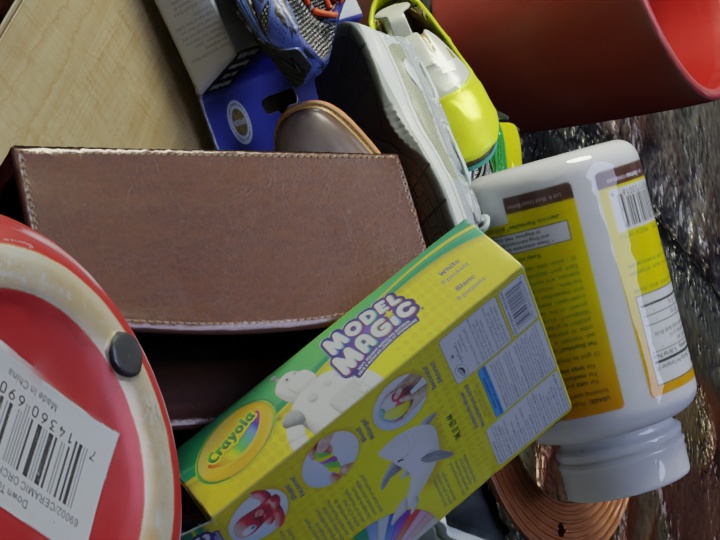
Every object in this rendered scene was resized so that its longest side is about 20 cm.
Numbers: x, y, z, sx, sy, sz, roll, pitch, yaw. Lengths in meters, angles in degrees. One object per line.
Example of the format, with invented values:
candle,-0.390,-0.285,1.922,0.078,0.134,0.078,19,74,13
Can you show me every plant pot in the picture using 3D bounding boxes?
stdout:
plant pot,0.163,-0.198,1.240,0.200,0.176,0.203,32,48,-46
plant pot,-0.175,0.085,0.551,0.200,0.181,0.203,29,53,-47

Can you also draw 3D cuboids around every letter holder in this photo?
letter holder,-0.068,0.031,0.738,0.198,0.101,0.144,-2,64,-34

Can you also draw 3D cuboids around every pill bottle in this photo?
pill bottle,0.136,0.031,0.979,0.109,0.108,0.203,-18,94,-59

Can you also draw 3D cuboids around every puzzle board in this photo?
puzzle board,-0.134,-0.087,0.864,0.151,0.017,0.201,52,36,-31

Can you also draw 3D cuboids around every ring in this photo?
ring,0.121,0.083,1.049,0.199,0.019,0.203,18,67,-48

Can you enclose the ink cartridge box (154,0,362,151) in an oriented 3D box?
ink cartridge box,-0.064,-0.176,0.977,0.202,0.040,0.199,67,26,-6

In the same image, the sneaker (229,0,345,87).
sneaker,-0.025,-0.186,0.924,0.075,0.078,0.202,46,35,-38

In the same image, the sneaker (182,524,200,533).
sneaker,-0.051,0.051,0.863,0.076,0.080,0.202,42,40,-37

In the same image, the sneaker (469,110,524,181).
sneaker,0.069,-0.028,1.116,0.085,0.078,0.202,18,52,-42

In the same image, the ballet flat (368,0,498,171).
ballet flat,0.038,-0.131,1.061,0.201,0.066,0.068,-109,176,-60

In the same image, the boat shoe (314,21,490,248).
boat shoe,0.035,-0.057,0.962,0.064,0.074,0.204,-1,58,-40

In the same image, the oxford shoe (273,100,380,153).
oxford shoe,0.000,0.000,0.890,0.202,0.071,0.073,67,14,4

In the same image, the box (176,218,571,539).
box,-0.001,0.082,0.737,0.048,0.199,0.118,40,-16,40

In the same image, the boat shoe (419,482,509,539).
boat shoe,0.028,0.135,0.958,0.200,0.075,0.061,41,42,-59
